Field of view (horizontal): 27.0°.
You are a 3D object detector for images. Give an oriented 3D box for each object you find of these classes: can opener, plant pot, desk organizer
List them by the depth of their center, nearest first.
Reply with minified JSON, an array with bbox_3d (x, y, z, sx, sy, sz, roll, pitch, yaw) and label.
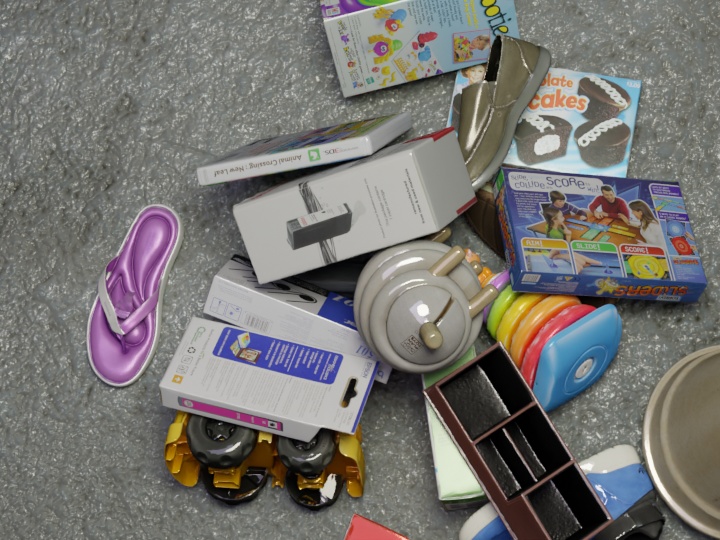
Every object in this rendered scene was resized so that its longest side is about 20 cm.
[{"bbox_3d":[0.148,0.173,1.406,0.071,0.077,0.201,-29,82,-19],"label":"desk organizer"},{"bbox_3d":[0.384,0.144,1.413,0.198,0.184,0.203,1,72,-3],"label":"plant pot"},{"bbox_3d":[0.000,0.000,1.584,0.197,0.053,0.067,-3,74,9],"label":"can opener"}]

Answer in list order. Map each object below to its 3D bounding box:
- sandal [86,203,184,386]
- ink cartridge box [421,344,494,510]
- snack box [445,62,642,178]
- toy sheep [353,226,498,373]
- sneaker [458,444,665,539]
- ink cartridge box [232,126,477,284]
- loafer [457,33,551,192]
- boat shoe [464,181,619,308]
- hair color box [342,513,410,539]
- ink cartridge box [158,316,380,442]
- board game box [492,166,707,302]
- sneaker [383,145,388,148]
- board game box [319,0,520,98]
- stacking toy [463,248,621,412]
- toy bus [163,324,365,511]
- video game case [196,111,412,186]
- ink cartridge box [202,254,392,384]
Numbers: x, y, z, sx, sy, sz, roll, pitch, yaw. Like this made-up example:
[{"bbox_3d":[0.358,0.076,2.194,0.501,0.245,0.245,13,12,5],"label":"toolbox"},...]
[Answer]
[{"bbox_3d":[-0.249,0.021,1.609,0.082,0.050,0.205,11,78,10],"label":"sandal"},{"bbox_3d":[0.095,0.134,1.510,0.059,0.104,0.202,-9,75,4],"label":"ink cartridge box"},{"bbox_3d":[0.194,-0.159,1.607,0.198,0.037,0.118,10,76,10],"label":"snack box"},{"bbox_3d":[0.057,0.032,1.413,0.136,0.200,0.140,0,101,-2],"label":"toy sheep"},{"bbox_3d":[0.203,0.261,1.477,0.198,0.077,0.112,-22,65,-6],"label":"sneaker"},{"bbox_3d":[-0.004,-0.064,1.468,0.198,0.144,0.085,-15,98,23],"label":"ink cartridge box"},{"bbox_3d":[0.125,-0.160,1.551,0.069,0.075,0.201,33,70,-15],"label":"loafer"},{"bbox_3d":[0.198,-0.036,1.568,0.199,0.072,0.076,39,57,15],"label":"boat shoe"},{"bbox_3d":[0.011,0.297,1.428,0.061,0.200,0.102,22,79,12],"label":"hair color box"},{"bbox_3d":[-0.087,0.108,1.454,0.198,0.037,0.095,11,47,12],"label":"ink cartridge box"},{"bbox_3d":[0.240,-0.037,1.513,0.198,0.035,0.136,4,52,-13],"label":"board game box"},{"bbox_3d":[0.009,-0.065,1.594,0.104,0.060,0.200,41,80,19],"label":"sneaker"},{"bbox_3d":[0.062,-0.278,1.602,0.198,0.106,0.104,-13,43,3],"label":"board game box"},{"bbox_3d":[0.161,0.041,1.538,0.109,0.117,0.200,-27,52,-29],"label":"stacking toy"},{"bbox_3d":[-0.086,0.134,1.531,0.197,0.136,0.194,5,60,6],"label":"toy bus"},{"bbox_3d":[-0.052,-0.126,1.538,0.180,0.200,0.022,-9,100,16],"label":"video game case"},{"bbox_3d":[-0.053,0.047,1.523,0.198,0.094,0.045,22,106,3],"label":"ink cartridge box"}]
